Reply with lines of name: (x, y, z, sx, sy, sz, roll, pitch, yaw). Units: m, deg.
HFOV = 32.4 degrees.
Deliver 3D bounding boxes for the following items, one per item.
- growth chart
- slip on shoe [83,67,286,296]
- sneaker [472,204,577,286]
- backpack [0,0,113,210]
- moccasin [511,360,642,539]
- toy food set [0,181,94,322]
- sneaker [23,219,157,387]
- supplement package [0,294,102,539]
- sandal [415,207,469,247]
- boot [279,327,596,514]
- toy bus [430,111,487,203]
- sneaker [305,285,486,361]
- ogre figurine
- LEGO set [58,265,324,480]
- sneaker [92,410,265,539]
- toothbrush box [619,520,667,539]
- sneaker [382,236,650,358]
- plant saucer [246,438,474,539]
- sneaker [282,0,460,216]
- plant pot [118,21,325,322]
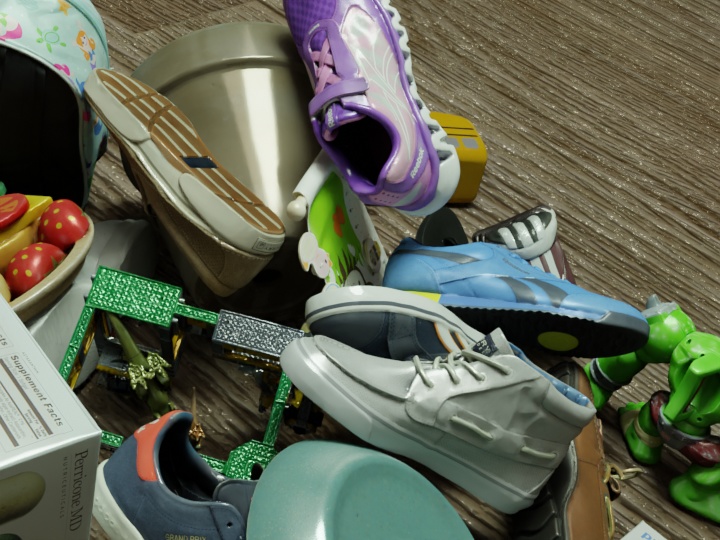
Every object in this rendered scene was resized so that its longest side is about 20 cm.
growth chart: (0.000, 0.000, 0.919, 0.018, 0.201, 0.145, -11, 34, 22)
slip on shoe: (-0.135, -0.065, 0.868, 0.200, 0.061, 0.076, 44, 21, 18)
sneaker: (0.146, 0.012, 1.039, 0.075, 0.117, 0.200, -22, 3, 9)
backpack: (-0.277, -0.147, 0.950, 0.176, 0.200, 0.152, 12, 61, -3)
moccasin: (0.146, 0.147, 0.846, 0.078, 0.074, 0.202, 36, 31, -25)
toy food set: (-0.280, 0.001, 0.852, 0.197, 0.049, 0.200, 6, 36, 41)
sneaker: (-0.224, 0.023, 0.900, 0.088, 0.076, 0.200, 8, 29, 13)
supplement package: (-0.267, 0.123, 0.667, 0.199, 0.153, 0.151, -18, 47, -36)
sandal: (0.078, 0.020, 0.991, 0.075, 0.045, 0.201, 42, 33, -25)
boot: (0.053, 0.069, 0.768, 0.199, 0.096, 0.074, 30, 14, -25)
toy bus: (0.010, -0.108, 1.147, 0.198, 0.066, 0.079, 1, 39, -19)
sneaker: (0.042, 0.072, 0.848, 0.199, 0.078, 0.080, 24, 55, -42)
ogre figurine: (0.247, 0.104, 0.898, 0.097, 0.121, 0.201, -5, 41, -24)
LEGO set: (-0.122, 0.091, 0.829, 0.198, 0.116, 0.155, 8, 65, -3)
sneaker: (-0.066, 0.164, 0.700, 0.200, 0.085, 0.075, 45, 15, 9)
toothbrush box: (0.103, 0.246, 0.637, 0.199, 0.147, 0.086, -24, 50, -40)
sneaker: (0.114, 0.012, 0.905, 0.198, 0.066, 0.079, 8, 60, 14)
plant saucer: (0.021, 0.180, 0.702, 0.199, 0.036, 0.201, 35, 35, -29)
sneaker: (-0.006, -0.129, 0.882, 0.088, 0.080, 0.202, -16, 77, -52)
plant pot: (-0.084, -0.062, 0.968, 0.198, 0.201, 0.175, -1, 54, -20)
